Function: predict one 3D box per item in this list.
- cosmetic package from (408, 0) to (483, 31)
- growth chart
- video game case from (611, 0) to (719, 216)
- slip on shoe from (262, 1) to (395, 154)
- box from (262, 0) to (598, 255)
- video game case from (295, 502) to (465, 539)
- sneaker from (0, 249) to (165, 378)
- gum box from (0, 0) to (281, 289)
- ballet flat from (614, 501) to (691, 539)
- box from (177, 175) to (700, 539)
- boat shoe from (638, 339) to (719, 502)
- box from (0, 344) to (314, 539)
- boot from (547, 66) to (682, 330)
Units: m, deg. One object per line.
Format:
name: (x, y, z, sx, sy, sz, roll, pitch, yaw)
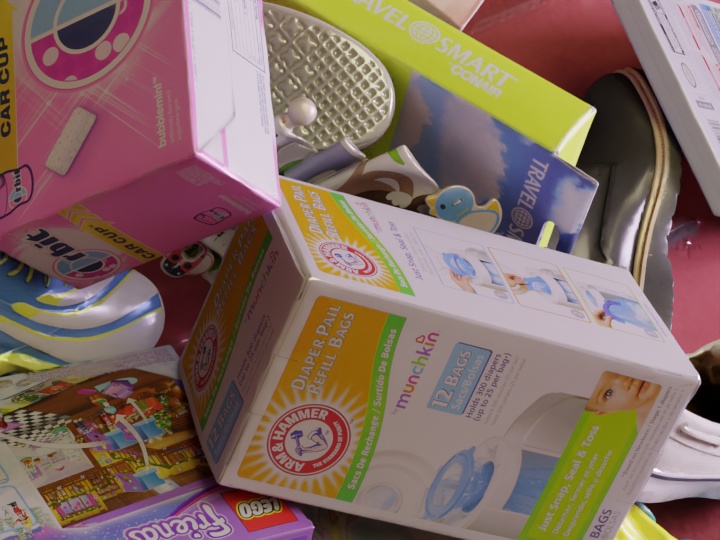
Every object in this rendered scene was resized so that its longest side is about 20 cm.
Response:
cosmetic package: (-0.028, -0.188, 1.313, 0.200, 0.103, 0.087, 39, 50, -3)
growth chart: (0.000, 0.000, 1.182, 0.200, 0.145, 0.018, 38, 27, -24)
video game case: (0.221, -0.090, 1.405, 0.200, 0.018, 0.144, 4, 58, -56)
slip on shoe: (-0.076, -0.093, 1.200, 0.199, 0.061, 0.074, 7, 84, 17)
box: (0.029, -0.067, 1.224, 0.200, 0.122, 0.048, 32, 51, 14)
video game case: (0.023, 0.154, 1.118, 0.182, 0.022, 0.200, 30, 40, 20)
sneaker: (-0.167, 0.006, 1.113, 0.199, 0.105, 0.076, 0, 63, -30)
gum box: (-0.107, -0.107, 1.113, 0.066, 0.113, 0.201, 32, 45, -50)
ballet flat: (0.140, 0.152, 1.246, 0.200, 0.067, 0.067, 37, 72, -3)
box: (0.032, 0.046, 1.122, 0.199, 0.113, 0.101, 15, 24, -23)
boat shoe: (0.184, 0.071, 1.270, 0.200, 0.070, 0.071, 2, 40, -53)
box: (-0.139, 0.103, 1.077, 0.199, 0.039, 0.137, -10, 41, -32)
boot: (0.095, -0.036, 1.319, 0.138, 0.078, 0.201, 13, 53, -15)
